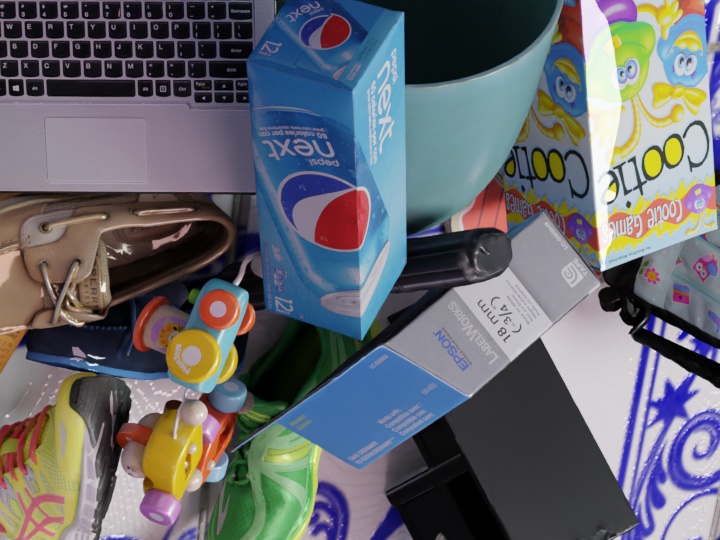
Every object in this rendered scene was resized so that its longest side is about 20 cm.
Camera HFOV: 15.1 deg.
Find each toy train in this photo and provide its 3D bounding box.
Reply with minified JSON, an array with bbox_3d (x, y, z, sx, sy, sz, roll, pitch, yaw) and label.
[{"bbox_3d":[-0.099,0.061,1.586,0.150,0.055,0.200,-59,168,-51],"label":"toy train"}]

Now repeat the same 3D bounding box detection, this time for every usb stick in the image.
[{"bbox_3d":[0.000,0.000,1.618,0.055,0.200,0.033,-18,98,-53],"label":"usb stick"}]

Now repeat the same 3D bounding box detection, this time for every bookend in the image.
[{"bbox_3d":[0.069,0.123,1.852,0.092,0.199,0.200,-26,86,-25],"label":"bookend"}]

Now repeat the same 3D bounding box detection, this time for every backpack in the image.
[{"bbox_3d":[0.290,0.009,1.886,0.167,0.200,0.127,-19,130,-42],"label":"backpack"}]

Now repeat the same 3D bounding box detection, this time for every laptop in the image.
[{"bbox_3d":[-0.141,-0.118,1.432,0.187,0.116,0.201,1,111,2],"label":"laptop"}]

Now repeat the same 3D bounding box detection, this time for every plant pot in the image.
[{"bbox_3d":[0.012,-0.117,1.605,0.200,0.201,0.161,-24,143,-26],"label":"plant pot"}]

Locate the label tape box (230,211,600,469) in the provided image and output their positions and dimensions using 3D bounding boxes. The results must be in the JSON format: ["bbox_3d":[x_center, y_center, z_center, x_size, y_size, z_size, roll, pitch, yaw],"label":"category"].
[{"bbox_3d":[0.034,0.060,1.650,0.200,0.063,0.144,-38,180,-36],"label":"label tape box"}]

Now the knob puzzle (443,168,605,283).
[{"bbox_3d":[0.143,-0.042,1.869,0.219,0.030,0.220,-21,128,-29],"label":"knob puzzle"}]

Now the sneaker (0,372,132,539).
[{"bbox_3d":[-0.191,0.119,1.620,0.200,0.090,0.078,111,-5,-56],"label":"sneaker"}]

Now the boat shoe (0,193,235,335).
[{"bbox_3d":[-0.165,-0.005,1.520,0.200,0.064,0.071,-25,129,-26],"label":"boat shoe"}]

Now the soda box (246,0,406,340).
[{"bbox_3d":[-0.016,-0.056,1.480,0.200,0.064,0.068,87,26,-48],"label":"soda box"}]

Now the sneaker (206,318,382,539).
[{"bbox_3d":[-0.059,0.104,1.769,0.083,0.074,0.200,22,92,-47],"label":"sneaker"}]

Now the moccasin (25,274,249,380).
[{"bbox_3d":[-0.138,0.027,1.651,0.200,0.080,0.068,-2,103,-64],"label":"moccasin"}]

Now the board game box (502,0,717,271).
[{"bbox_3d":[0.156,-0.118,1.752,0.105,0.103,0.201,-20,115,-29],"label":"board game box"}]

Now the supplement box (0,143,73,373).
[{"bbox_3d":[-0.229,0.009,1.570,0.069,0.067,0.200,23,100,-45],"label":"supplement box"}]
